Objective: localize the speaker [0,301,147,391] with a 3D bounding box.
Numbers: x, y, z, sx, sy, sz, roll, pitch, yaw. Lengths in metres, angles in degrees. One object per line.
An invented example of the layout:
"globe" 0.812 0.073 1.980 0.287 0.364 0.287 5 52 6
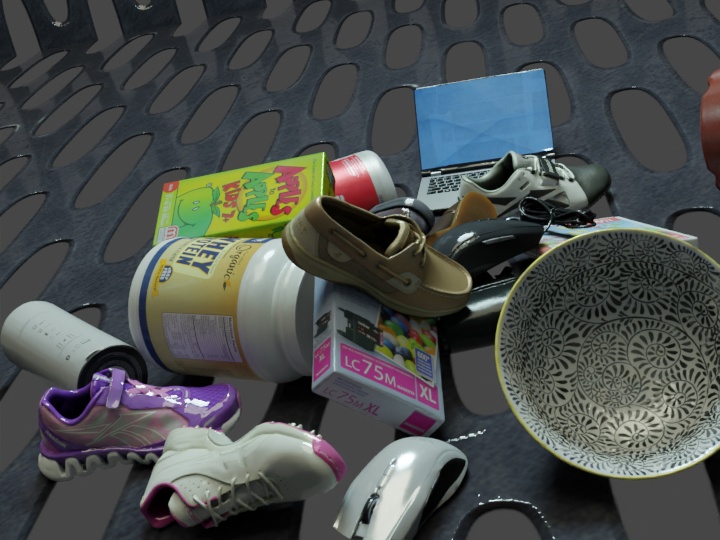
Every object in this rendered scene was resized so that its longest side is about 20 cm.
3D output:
"speaker" -0.309 0.091 1.151 0.081 0.081 0.200 -29 29 -32

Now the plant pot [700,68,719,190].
"plant pot" 0.495 -0.164 1.192 0.195 0.201 0.201 -2 26 40

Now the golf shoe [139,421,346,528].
"golf shoe" -0.099 0.175 0.879 0.200 0.075 0.092 -11 32 40

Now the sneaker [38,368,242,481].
"sneaker" -0.213 0.131 1.010 0.200 0.089 0.081 -12 23 0

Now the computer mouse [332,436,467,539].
"computer mouse" 0.014 0.181 0.843 0.109 0.044 0.200 4 29 34

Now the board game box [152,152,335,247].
"board game box" -0.131 -0.067 1.237 0.199 0.048 0.102 -10 47 12

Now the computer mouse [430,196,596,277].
"computer mouse" 0.133 -0.042 1.133 0.200 0.046 0.140 -21 14 -16

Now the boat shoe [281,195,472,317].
"boat shoe" 0.029 -0.012 0.969 0.200 0.065 0.071 17 43 -32

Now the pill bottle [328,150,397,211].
"pill bottle" -0.061 -0.068 1.333 0.200 0.112 0.112 -19 25 -13

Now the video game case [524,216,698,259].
"video game case" 0.245 -0.030 1.141 0.143 0.017 0.200 -8 10 -8

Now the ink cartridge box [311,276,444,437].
"ink cartridge box" 0.015 0.048 0.984 0.042 0.119 0.200 -47 29 32

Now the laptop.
"laptop" 0.161 -0.174 1.448 0.187 0.116 0.200 -7 25 13

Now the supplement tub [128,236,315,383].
"supplement tub" -0.117 0.038 1.094 0.200 0.145 0.144 1 28 29

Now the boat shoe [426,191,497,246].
"boat shoe" 0.096 -0.015 1.209 0.070 0.070 0.200 -43 3 37

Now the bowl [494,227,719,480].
"bowl" 0.212 0.074 0.876 0.200 0.201 0.094 -10 -19 7

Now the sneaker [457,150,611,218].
"sneaker" 0.212 -0.107 1.308 0.200 0.089 0.074 -18 31 -12

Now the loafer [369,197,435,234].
"loafer" -0.001 -0.023 1.212 0.200 0.072 0.063 -24 33 47

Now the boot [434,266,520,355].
"boot" 0.149 0.047 1.031 0.162 0.074 0.198 -10 17 0
